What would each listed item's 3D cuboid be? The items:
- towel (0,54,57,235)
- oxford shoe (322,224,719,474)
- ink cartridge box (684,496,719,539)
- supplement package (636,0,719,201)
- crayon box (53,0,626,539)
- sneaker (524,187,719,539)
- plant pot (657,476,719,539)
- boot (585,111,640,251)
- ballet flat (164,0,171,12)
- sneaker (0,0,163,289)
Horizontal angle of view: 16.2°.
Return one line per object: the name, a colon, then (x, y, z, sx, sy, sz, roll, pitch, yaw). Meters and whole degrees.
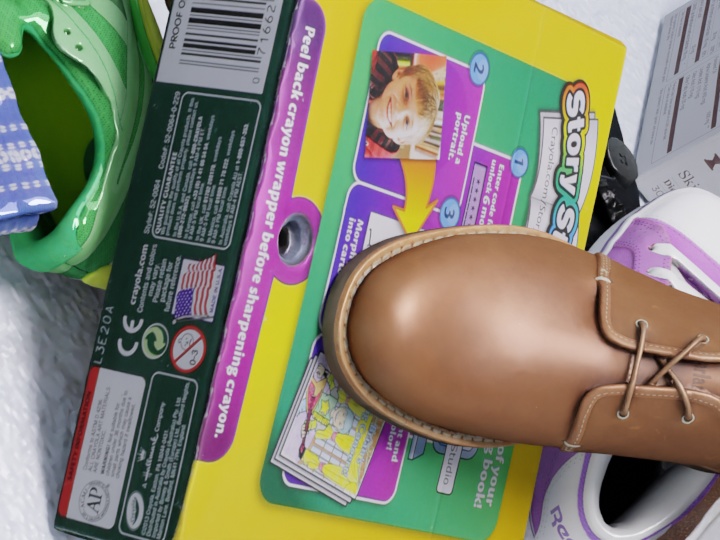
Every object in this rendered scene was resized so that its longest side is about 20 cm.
towel: (-0.175, -0.098, 0.722, 0.144, 0.024, 0.201, -6, 68, -37)
oxford shoe: (0.081, 0.027, 0.796, 0.199, 0.071, 0.072, 10, 88, -32)
ink cartridge box: (0.169, 0.187, 0.846, 0.200, 0.148, 0.085, 48, 21, 28)
supplement package: (0.243, -0.041, 1.250, 0.200, 0.111, 0.156, 47, 33, -21)
crayon box: (0.000, 0.000, 0.816, 0.172, 0.058, 0.201, 18, 84, -51)
sneaker: (0.116, 0.035, 0.930, 0.072, 0.114, 0.201, 36, 56, -9)
plant pot: (0.214, 0.124, 0.979, 0.187, 0.199, 0.188, 37, 38, -35)
boot: (0.118, -0.024, 1.083, 0.200, 0.076, 0.169, -5, 73, -51)
ballet flat: (-0.022, -0.054, 0.872, 0.200, 0.067, 0.073, 67, 19, -47)
sneaker: (-0.110, -0.089, 0.802, 0.083, 0.074, 0.201, -9, 73, -62)
